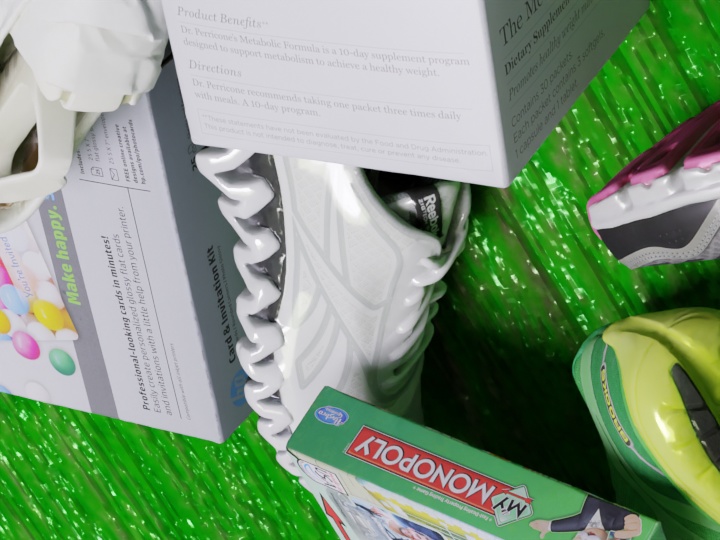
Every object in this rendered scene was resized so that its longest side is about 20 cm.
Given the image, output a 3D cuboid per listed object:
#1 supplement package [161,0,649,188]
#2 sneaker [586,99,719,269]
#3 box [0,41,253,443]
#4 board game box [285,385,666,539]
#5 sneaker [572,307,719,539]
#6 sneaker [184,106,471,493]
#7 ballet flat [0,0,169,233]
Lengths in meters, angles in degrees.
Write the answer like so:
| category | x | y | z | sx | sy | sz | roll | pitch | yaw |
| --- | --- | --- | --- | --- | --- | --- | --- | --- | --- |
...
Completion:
| category | x | y | z | sx | sy | sz | roll | pitch | yaw |
| --- | --- | --- | --- | --- | --- | --- | --- | --- | --- |
| supplement package | 0.004 | -0.142 | 0.730 | 0.109 | 0.114 | 0.201 | 9 | 128 | 27 |
| sneaker | 0.158 | -0.015 | 0.747 | 0.199 | 0.074 | 0.088 | -12 | 109 | 36 |
| box | -0.137 | -0.026 | 0.977 | 0.199 | 0.041 | 0.157 | 12 | 128 | 30 |
| board game box | 0.064 | 0.125 | 0.894 | 0.134 | 0.029 | 0.200 | 21 | 154 | 34 |
| sneaker | 0.136 | 0.089 | 0.860 | 0.083 | 0.074 | 0.201 | 16 | 141 | 61 |
| sneaker | 0.000 | 0.000 | 0.880 | 0.080 | 0.075 | 0.201 | 2 | 124 | 24 |
| ballet flat | -0.093 | -0.068 | 0.819 | 0.069 | 0.069 | 0.200 | 44 | 146 | -1 |
